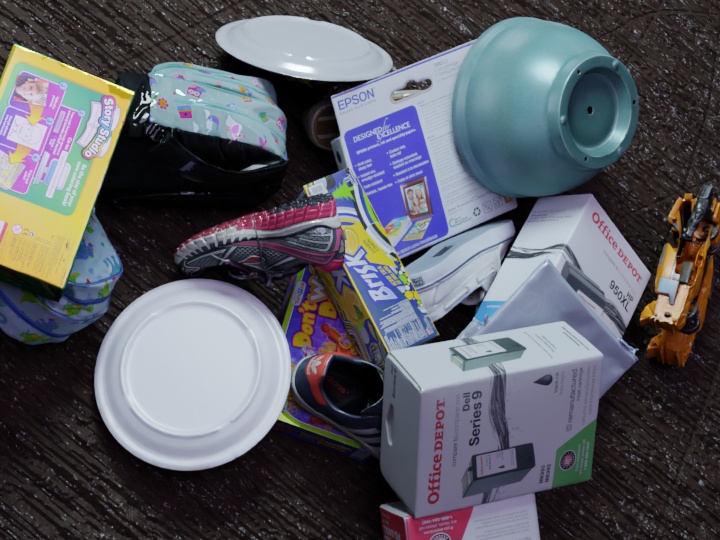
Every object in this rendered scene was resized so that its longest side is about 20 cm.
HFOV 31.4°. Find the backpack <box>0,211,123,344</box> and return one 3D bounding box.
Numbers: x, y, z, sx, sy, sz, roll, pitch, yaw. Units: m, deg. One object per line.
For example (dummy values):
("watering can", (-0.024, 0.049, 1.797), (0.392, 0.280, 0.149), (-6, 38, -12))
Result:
("backpack", (-0.324, -0.027, 1.246), (0.152, 0.163, 0.203), (-18, 89, 20))

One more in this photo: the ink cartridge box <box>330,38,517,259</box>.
("ink cartridge box", (0.068, -0.131, 1.419), (0.196, 0.043, 0.202), (-23, 110, -22))

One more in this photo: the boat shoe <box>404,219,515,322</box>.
("boat shoe", (0.118, 0.010, 1.409), (0.201, 0.074, 0.087), (-33, 108, -52))

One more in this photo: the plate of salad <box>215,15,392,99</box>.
("plate of salad", (-0.063, -0.236, 1.414), (0.197, 0.049, 0.201), (10, 27, -5))

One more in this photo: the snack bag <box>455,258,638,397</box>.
("snack bag", (0.171, 0.105, 1.312), (0.200, 0.021, 0.188), (-47, 121, 1))

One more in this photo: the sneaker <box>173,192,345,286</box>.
("sneaker", (-0.107, -0.019, 1.303), (0.080, 0.198, 0.076), (-29, 104, -56))

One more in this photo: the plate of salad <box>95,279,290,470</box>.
("plate of salad", (-0.168, 0.106, 1.295), (0.197, 0.048, 0.203), (-1, 65, 1))

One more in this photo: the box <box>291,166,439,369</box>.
("box", (0.000, 0.000, 1.335), (0.064, 0.070, 0.202), (-22, 80, -26))

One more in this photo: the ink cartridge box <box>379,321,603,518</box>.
("ink cartridge box", (0.126, 0.144, 1.247), (0.197, 0.084, 0.148), (-9, 116, -21))

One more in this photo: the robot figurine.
("robot figurine", (0.378, 0.000, 1.489), (0.058, 0.146, 0.202), (9, 60, 25))

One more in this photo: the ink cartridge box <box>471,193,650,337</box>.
("ink cartridge box", (0.221, 0.037, 1.411), (0.145, 0.084, 0.201), (47, 60, -31))

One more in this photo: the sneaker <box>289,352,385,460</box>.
("sneaker", (0.027, 0.143, 1.286), (0.198, 0.084, 0.076), (26, 65, -15))

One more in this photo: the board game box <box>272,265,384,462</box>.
("board game box", (-0.027, 0.084, 1.362), (0.133, 0.045, 0.202), (20, 67, -11))

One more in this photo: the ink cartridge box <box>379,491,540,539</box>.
("ink cartridge box", (0.107, 0.327, 1.276), (0.143, 0.083, 0.203), (-7, 91, -20))

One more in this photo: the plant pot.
("plant pot", (0.216, -0.175, 1.395), (0.198, 0.134, 0.203), (-6, 101, -32))

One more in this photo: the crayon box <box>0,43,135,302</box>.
("crayon box", (-0.292, -0.088, 1.160), (0.117, 0.058, 0.202), (21, 73, -12))

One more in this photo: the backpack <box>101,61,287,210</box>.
("backpack", (-0.170, -0.138, 1.334), (0.197, 0.167, 0.128), (5, 68, -24))

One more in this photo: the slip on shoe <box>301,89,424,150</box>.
("slip on shoe", (0.029, -0.167, 1.457), (0.197, 0.061, 0.077), (-6, 105, -19))
